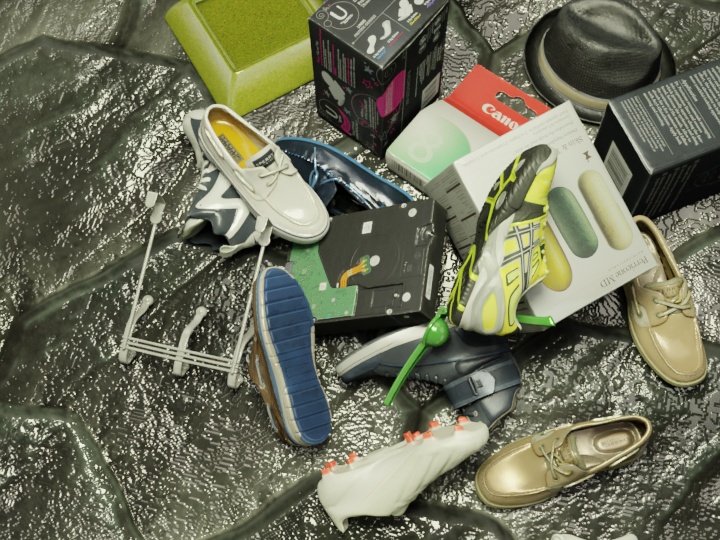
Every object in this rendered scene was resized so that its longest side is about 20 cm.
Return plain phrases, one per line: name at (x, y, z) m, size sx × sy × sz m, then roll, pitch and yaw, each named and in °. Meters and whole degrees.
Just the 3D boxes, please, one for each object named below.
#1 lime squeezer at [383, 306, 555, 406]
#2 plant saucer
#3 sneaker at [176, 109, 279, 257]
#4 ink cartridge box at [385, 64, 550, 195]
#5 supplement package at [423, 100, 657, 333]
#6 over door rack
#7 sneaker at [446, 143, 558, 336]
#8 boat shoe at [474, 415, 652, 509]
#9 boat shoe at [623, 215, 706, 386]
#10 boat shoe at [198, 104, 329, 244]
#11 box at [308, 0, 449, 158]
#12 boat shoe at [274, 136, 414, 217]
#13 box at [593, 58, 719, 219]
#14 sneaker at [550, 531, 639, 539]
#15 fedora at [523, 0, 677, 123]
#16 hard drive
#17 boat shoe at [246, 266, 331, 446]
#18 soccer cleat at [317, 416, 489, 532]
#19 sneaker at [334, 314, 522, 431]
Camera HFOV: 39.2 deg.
lime squeezer at (0.101, 0.070, 1.066) m, size 0.200 × 0.038 × 0.071 m, roll -28°, pitch 87°, yaw 14°
plant saucer at (-0.136, -0.326, 1.342) m, size 0.200 × 0.048 × 0.200 m, roll -29°, pitch 69°, yaw -10°
sneaker at (-0.186, -0.098, 1.226) m, size 0.129 × 0.080 × 0.199 m, roll -35°, pitch 80°, yaw -22°
ink cartridge box at (0.153, -0.164, 1.266) m, size 0.161 × 0.050 × 0.200 m, roll 35°, pitch 74°, yaw 15°
supplement package at (0.194, -0.053, 1.127) m, size 0.151 × 0.151 × 0.200 m, roll -28°, pitch 90°, yaw -10°
over door rack at (-0.186, 0.023, 1.166) m, size 0.147 × 0.067 × 0.201 m, roll 11°, pitch 92°, yaw 7°
sneaker at (0.155, -0.029, 1.013) m, size 0.076 × 0.075 × 0.201 m, roll 22°, pitch 98°, yaw -9°
boat shoe at (0.219, 0.201, 1.094) m, size 0.199 × 0.065 × 0.072 m, roll -16°, pitch 67°, yaw -6°
boat shoe at (0.343, 0.034, 1.156) m, size 0.072 × 0.065 × 0.201 m, roll -12°, pitch 67°, yaw -4°
boat shoe at (-0.111, -0.115, 1.165) m, size 0.071 × 0.070 × 0.200 m, roll -39°, pitch 80°, yaw -20°
box at (0.022, -0.258, 1.225) m, size 0.115 × 0.200 × 0.132 m, roll 37°, pitch 72°, yaw 14°
boat shoe at (-0.029, -0.099, 1.219) m, size 0.199 × 0.084 × 0.069 m, roll 23°, pitch 56°, yaw 13°
box at (0.389, -0.155, 1.199) m, size 0.199 × 0.149 × 0.107 m, roll -20°, pitch 68°, yaw -8°
sneaker at (0.203, 0.314, 1.051) m, size 0.199 × 0.073 × 0.071 m, roll -4°, pitch 57°, yaw -10°
fedora at (0.310, -0.284, 1.287) m, size 0.200 × 0.092 × 0.201 m, roll -1°, pitch 67°, yaw 2°
hard drive at (0.000, 0.000, 1.150) m, size 0.199 × 0.038 × 0.140 m, roll -9°, pitch 60°, yaw 33°
boat shoe at (-0.093, 0.098, 1.122) m, size 0.072 × 0.072 × 0.201 m, roll -4°, pitch 80°, yaw -43°
soccer cleat at (0.050, 0.216, 1.079) m, size 0.199 × 0.069 × 0.078 m, roll -23°, pitch 90°, yaw 13°
sneaker at (0.080, 0.128, 1.124) m, size 0.202 × 0.077 × 0.147 m, roll -21°, pitch 85°, yaw 14°
